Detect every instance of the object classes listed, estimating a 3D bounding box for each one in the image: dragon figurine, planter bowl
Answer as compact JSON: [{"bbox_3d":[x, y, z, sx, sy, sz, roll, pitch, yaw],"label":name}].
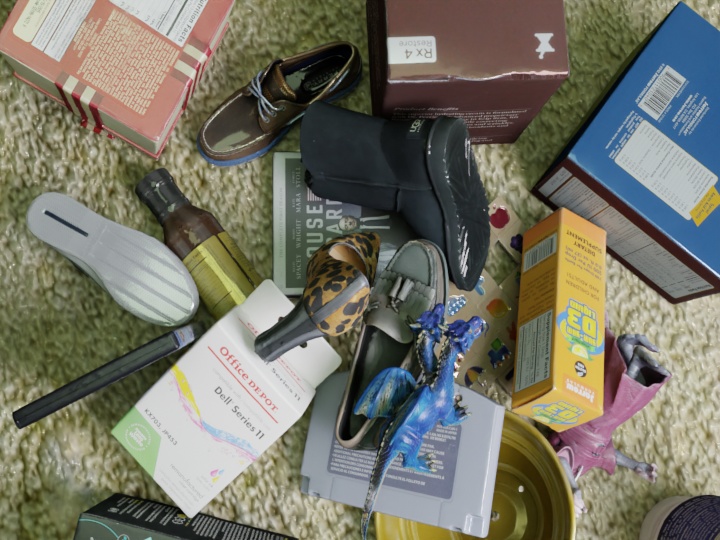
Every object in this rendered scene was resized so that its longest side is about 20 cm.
[{"bbox_3d":[0.036,0.122,0.678,0.201,0.100,0.058,-48,43,-12],"label":"dragon figurine"},{"bbox_3d":[0.116,0.234,0.762,0.197,0.083,0.205,-10,69,27],"label":"planter bowl"}]

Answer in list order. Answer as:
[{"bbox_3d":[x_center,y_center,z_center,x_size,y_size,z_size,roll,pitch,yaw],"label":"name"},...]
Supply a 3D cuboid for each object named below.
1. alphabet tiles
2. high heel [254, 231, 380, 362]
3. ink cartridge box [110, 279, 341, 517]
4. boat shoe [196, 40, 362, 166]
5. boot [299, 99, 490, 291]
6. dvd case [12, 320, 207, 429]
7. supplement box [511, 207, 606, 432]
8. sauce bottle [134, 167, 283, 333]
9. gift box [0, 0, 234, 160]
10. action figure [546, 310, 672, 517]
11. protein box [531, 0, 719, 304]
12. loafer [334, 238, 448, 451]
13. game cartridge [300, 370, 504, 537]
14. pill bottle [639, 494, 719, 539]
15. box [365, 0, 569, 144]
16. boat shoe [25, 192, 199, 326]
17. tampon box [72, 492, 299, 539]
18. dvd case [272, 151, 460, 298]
[{"bbox_3d":[0.130,0.051,0.823,0.200,0.008,0.168,-42,92,-13],"label":"alphabet tiles"},{"bbox_3d":[0.000,0.000,0.717,0.072,0.142,0.200,49,45,-7],"label":"high heel"},{"bbox_3d":[-0.124,0.119,0.750,0.117,0.067,0.200,46,105,-2],"label":"ink cartridge box"},{"bbox_3d":[-0.087,-0.183,0.827,0.198,0.072,0.073,-36,85,-7],"label":"boat shoe"},{"bbox_3d":[0.034,-0.074,0.779,0.165,0.202,0.077,13,53,31],"label":"boot"},{"bbox_3d":[-0.215,0.088,0.721,0.141,0.200,0.018,-27,91,-5],"label":"dvd case"},{"bbox_3d":[0.193,0.045,0.767,0.066,0.069,0.204,24,58,-20],"label":"supplement box"},{"bbox_3d":[-0.154,-0.014,0.808,0.064,0.065,0.201,-36,84,-7],"label":"sauce bottle"},{"bbox_3d":[-0.237,-0.236,0.768,0.198,0.186,0.187,34,84,-13],"label":"gift box"},{"bbox_3d":[0.217,0.152,0.785,0.149,0.133,0.202,45,111,38],"label":"action figure"},{"bbox_3d":[0.321,-0.110,0.807,0.199,0.135,0.200,38,82,3],"label":"protein box"},{"bbox_3d":[0.027,0.069,0.722,0.071,0.063,0.204,18,93,27],"label":"loafer"},{"bbox_3d":[0.038,0.163,0.760,0.196,0.041,0.136,4,80,31],"label":"game cartridge"},{"bbox_3d":[0.337,0.270,0.726,0.113,0.200,0.119,0,84,-3],"label":"pill bottle"},{"bbox_3d":[0.093,-0.229,0.779,0.162,0.200,0.168,-2,82,-4],"label":"box"},{"bbox_3d":[-0.239,-0.012,0.799,0.198,0.071,0.073,35,82,8],"label":"boat shoe"},{"bbox_3d":[-0.166,0.310,0.732,0.196,0.126,0.153,15,83,-2],"label":"tampon box"},{"bbox_3d":[0.005,-0.049,0.839,0.195,0.025,0.154,0,83,-4],"label":"dvd case"}]
